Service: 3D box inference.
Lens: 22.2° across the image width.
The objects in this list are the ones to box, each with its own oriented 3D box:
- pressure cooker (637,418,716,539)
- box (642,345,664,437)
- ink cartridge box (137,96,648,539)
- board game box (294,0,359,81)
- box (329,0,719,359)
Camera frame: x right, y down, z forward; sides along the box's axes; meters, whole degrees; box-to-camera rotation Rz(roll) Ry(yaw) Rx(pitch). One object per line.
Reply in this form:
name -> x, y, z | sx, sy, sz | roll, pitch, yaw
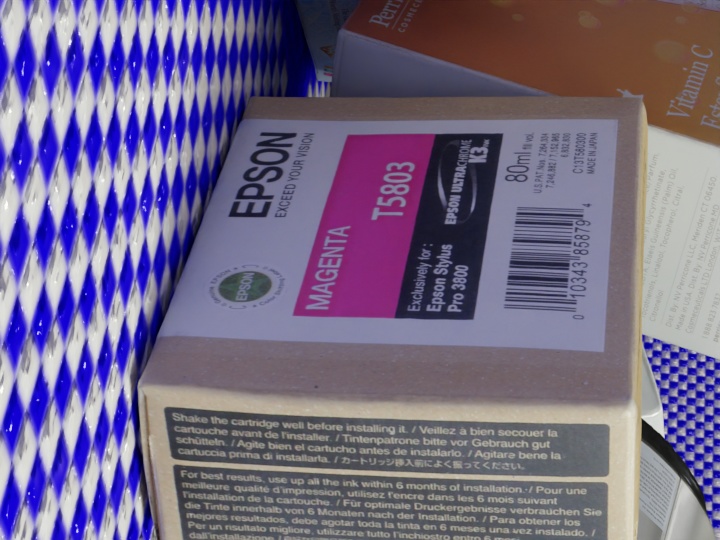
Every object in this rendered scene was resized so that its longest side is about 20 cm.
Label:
pressure cooker -> 0.035, 0.154, 0.679 | 0.201, 0.174, 0.180 | -62, 151, -50
box -> 0.074, 0.050, 0.967 | 0.200, 0.129, 0.202 | 70, 4, -59
ink cartridge box -> 0.021, 0.013, 0.666 | 0.201, 0.163, 0.076 | -77, 166, -55
board game box -> -0.001, -0.217, 0.842 | 0.199, 0.043, 0.202 | 74, 22, -72
box -> 0.099, -0.073, 0.818 | 0.153, 0.198, 0.107 | -62, 166, -47
